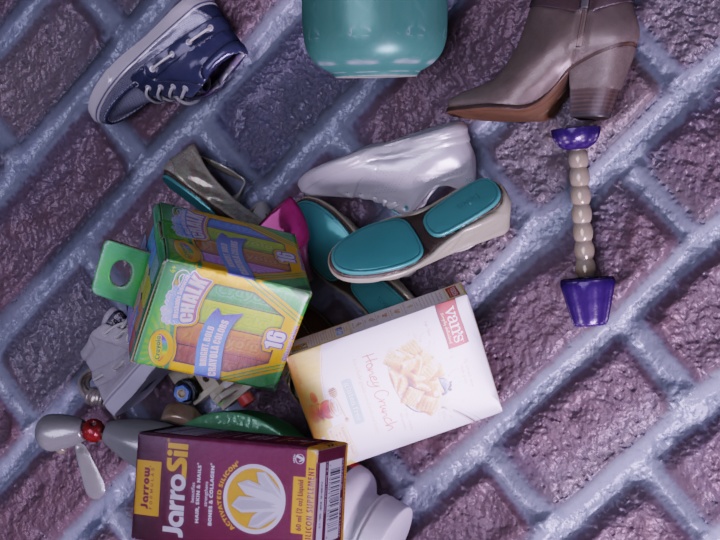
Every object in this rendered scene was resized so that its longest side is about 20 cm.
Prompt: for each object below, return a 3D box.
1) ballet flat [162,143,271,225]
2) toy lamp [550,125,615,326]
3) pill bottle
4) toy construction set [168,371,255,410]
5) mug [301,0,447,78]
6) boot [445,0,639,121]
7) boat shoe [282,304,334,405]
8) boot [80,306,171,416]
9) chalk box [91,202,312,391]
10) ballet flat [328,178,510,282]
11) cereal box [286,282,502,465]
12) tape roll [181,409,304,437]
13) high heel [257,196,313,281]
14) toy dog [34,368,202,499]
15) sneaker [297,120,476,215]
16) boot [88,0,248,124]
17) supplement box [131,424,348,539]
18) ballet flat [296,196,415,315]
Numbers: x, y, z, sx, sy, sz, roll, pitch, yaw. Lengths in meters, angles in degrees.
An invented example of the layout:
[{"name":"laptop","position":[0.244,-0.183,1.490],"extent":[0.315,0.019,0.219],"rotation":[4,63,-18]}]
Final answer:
[{"name":"ballet flat","position":[-0.137,-0.069,1.640],"extent":[0.200,0.068,0.062],"rotation":[41,76,10]},{"name":"toy lamp","position":[0.226,-0.044,1.486],"extent":[0.058,0.058,0.202],"rotation":[-4,93,23]},{"name":"pill bottle","position":[-0.050,0.251,1.589],"extent":[0.199,0.119,0.120],"rotation":[25,103,20]},{"name":"toy construction set","position":[-0.177,0.077,1.656],"extent":[0.131,0.092,0.201],"rotation":[-37,68,21]},{"name":"mug","position":[0.014,-0.259,1.528],"extent":[0.151,0.185,0.116],"rotation":[-2,96,-1]},{"name":"boot","position":[0.186,-0.228,1.493],"extent":[0.198,0.070,0.148],"rotation":[3,88,22]},{"name":"boat shoe","position":[-0.047,0.112,1.604],"extent":[0.076,0.074,0.200],"rotation":[-43,77,20]},{"name":"boot","position":[-0.250,0.080,1.608],"extent":[0.096,0.073,0.200],"rotation":[55,135,7]},{"name":"chalk box","position":[-0.166,0.021,1.473],"extent":[0.198,0.124,0.125],"rotation":[12,117,-19]},{"name":"ballet flat","position":[0.065,-0.028,1.519],"extent":[0.199,0.069,0.070],"rotation":[-22,84,-1]},{"name":"cereal box","position":[0.035,0.112,1.520],"extent":[0.199,0.040,0.145],"rotation":[-19,112,0]},{"name":"tape roll","position":[-0.129,0.247,1.531],"extent":[0.199,0.048,0.202],"rotation":[-1,87,20]},{"name":"high heel","position":[-0.151,-0.021,1.573],"extent":[0.198,0.068,0.097],"rotation":[-11,111,3]},{"name":"toy dog","position":[-0.267,0.208,1.699],"extent":[0.199,0.132,0.097],"rotation":[20,139,25]},{"name":"sneaker","position":[0.028,-0.093,1.566],"extent":[0.199,0.075,0.089],"rotation":[-13,100,22]},{"name":"boot","position":[-0.220,-0.215,1.660],"extent":[0.200,0.073,0.091],"rotation":[-43,71,19]},{"name":"supplement box","position":[-0.120,0.219,1.457],"extent":[0.198,0.086,0.111],"rotation":[3,89,21]},{"name":"ballet flat","position":[0.000,0.000,1.584],"extent":[0.070,0.069,0.200],"rotation":[-46,70,19]}]
